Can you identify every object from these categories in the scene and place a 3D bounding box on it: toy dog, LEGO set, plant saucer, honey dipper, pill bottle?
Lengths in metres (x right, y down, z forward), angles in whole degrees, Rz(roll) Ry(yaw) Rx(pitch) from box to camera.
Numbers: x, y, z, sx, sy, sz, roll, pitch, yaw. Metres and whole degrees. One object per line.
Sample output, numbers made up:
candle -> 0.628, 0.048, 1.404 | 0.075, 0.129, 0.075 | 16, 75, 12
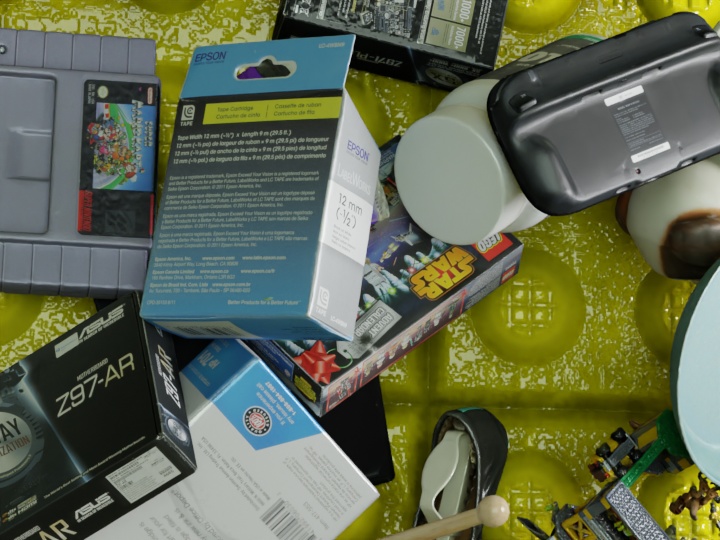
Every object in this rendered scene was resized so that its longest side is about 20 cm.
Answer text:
toy dog -> 0.285, -0.073, 1.725 | 0.200, 0.139, 0.194 | -47, 134, -6
LEGO set -> 0.217, 0.213, 1.716 | 0.200, 0.116, 0.154 | 45, 48, -5
plant saucer -> 0.283, 0.058, 1.682 | 0.199, 0.036, 0.201 | -13, 110, -38
honey dipper -> 0.015, 0.196, 1.665 | 0.199, 0.038, 0.038 | -21, 84, 20
pill bottle -> 0.119, -0.093, 1.691 | 0.200, 0.113, 0.113 | -30, 86, -48

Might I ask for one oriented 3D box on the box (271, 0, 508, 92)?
box -> 0.035, -0.252, 1.760 | 0.163, 0.086, 0.201 | 12, 78, -6

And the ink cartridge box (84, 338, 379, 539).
ink cartridge box -> -0.112, 0.165, 1.640 | 0.200, 0.086, 0.147 | -42, 114, -4

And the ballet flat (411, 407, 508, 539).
ballet flat -> 0.055, 0.193, 1.702 | 0.068, 0.068, 0.201 | 2, 73, 33

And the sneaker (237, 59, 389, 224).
sneaker -> -0.054, -0.079, 1.693 | 0.099, 0.070, 0.200 | -28, 41, -8

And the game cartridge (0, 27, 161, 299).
game cartridge -> -0.212, -0.079, 1.709 | 0.129, 0.038, 0.201 | 2, 71, -4

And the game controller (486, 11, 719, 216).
game controller -> 0.181, -0.110, 1.624 | 0.199, 0.042, 0.105 | -22, 93, -28

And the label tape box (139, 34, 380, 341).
label tape box -> -0.063, -0.055, 1.610 | 0.143, 0.066, 0.201 | -1, 71, 33

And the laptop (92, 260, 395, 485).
laptop -> -0.091, 0.068, 1.732 | 0.186, 0.116, 0.201 | -14, 112, -10

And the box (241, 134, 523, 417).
box -> 0.000, 0.000, 1.692 | 0.200, 0.040, 0.137 | -35, 64, -27

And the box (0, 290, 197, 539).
box -> -0.213, 0.122, 1.603 | 0.200, 0.160, 0.044 | -31, 127, 11
